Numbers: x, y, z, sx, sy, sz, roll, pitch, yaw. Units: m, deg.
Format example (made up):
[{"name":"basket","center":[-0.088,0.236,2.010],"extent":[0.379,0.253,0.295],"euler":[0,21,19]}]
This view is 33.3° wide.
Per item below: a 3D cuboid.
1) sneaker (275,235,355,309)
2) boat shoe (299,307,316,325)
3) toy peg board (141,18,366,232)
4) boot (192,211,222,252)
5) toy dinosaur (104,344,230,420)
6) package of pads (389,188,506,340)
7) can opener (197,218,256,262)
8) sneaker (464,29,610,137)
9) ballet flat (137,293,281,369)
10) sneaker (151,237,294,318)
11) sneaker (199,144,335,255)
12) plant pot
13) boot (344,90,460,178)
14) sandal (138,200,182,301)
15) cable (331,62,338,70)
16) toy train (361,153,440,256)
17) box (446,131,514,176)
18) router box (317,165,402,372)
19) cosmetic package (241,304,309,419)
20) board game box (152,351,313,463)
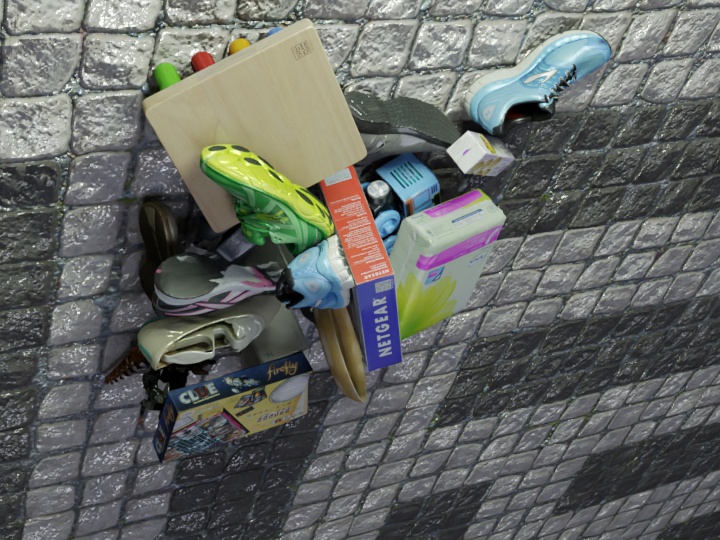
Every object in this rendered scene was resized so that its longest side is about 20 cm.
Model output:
[{"name":"sneaker","center":[-0.062,0.008,1.434],"extent":[0.090,0.079,0.200],"euler":[-18,169,-6]},{"name":"boat shoe","center":[-0.055,0.044,1.722],"extent":[0.069,0.057,0.200],"euler":[-36,145,8]},{"name":"toy peg board","center":[-0.124,-0.178,1.342],"extent":[0.199,0.098,0.200],"euler":[-28,138,-2]},{"name":"boot","center":[-0.171,-0.035,1.541],"extent":[0.095,0.074,0.201],"euler":[-2,128,-26]},{"name":"toy dinosaur","center":[-0.257,0.127,1.633],"extent":[0.102,0.136,0.200],"euler":[7,156,-41]},{"name":"package of pads","center":[0.104,-0.007,1.637],"extent":[0.154,0.068,0.200],"euler":[-23,147,-38]},{"name":"can opener","center":[-0.116,-0.103,1.445],"extent":[0.200,0.063,0.079],"euler":[-47,114,-6]},{"name":"sneaker","center":[0.239,-0.231,1.550],"extent":[0.199,0.090,0.078],"euler":[-31,144,2]},{"name":"ballet flat","center":[-0.184,0.083,1.537],"extent":[0.199,0.070,0.070],"euler":[-15,142,-23]},{"name":"sneaker","center":[-0.172,0.012,1.487],"extent":[0.199,0.081,0.086],"euler":[-7,154,-30]},{"name":"sneaker","center":[-0.108,-0.069,1.327],"extent":[0.084,0.074,0.200],"euler":[-45,135,11]},{"name":"plant pot","center":[-0.032,0.083,1.617],"extent":[0.027,0.201,0.200],"euler":[-16,146,7]},{"name":"boot","center":[0.022,-0.157,1.535],"extent":[0.199,0.070,0.132],"euler":[10,136,-34]},{"name":"sandal","center":[-0.238,-0.013,1.517],"extent":[0.054,0.080,0.201],"euler":[-34,147,-33]},{"name":"cable","center":[-0.101,-0.184,1.433],"extent":[0.097,0.050,0.200],"euler":[15,136,-43]},{"name":"toy train","center":[0.052,-0.066,1.641],"extent":[0.114,0.087,0.200],"euler":[-31,148,-13]},{"name":"box","center":[0.160,-0.152,1.575],"extent":[0.041,0.039,0.200],"euler":[-40,171,15]},{"name":"router box","center":[0.000,0.000,1.521],"extent":[0.049,0.180,0.200],"euler":[-16,145,-6]},{"name":"cosmetic package","center":[-0.124,0.132,1.723],"extent":[0.073,0.104,0.200],"euler":[-18,151,-15]},{"name":"board game box","center":[-0.172,0.183,1.610],"extent":[0.199,0.035,0.136],"euler":[-15,149,-30]}]
